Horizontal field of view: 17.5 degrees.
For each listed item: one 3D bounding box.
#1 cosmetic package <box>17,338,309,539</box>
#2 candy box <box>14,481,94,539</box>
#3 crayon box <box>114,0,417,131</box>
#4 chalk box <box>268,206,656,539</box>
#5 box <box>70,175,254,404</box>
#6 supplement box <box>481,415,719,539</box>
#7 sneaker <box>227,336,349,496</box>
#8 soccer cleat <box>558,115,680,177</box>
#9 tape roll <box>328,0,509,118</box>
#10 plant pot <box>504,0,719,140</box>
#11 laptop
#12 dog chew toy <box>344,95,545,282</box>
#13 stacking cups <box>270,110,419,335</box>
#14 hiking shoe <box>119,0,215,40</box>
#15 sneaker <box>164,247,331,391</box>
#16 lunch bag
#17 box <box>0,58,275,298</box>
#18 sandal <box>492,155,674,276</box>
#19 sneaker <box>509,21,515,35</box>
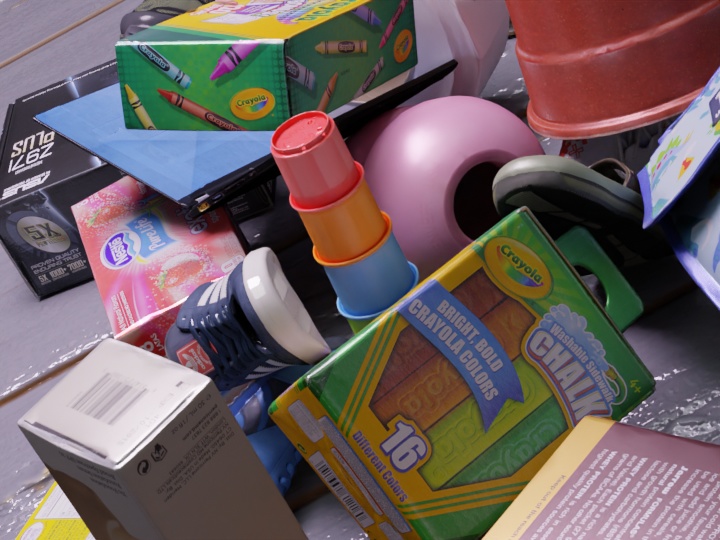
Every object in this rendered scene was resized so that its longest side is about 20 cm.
[{"bbox_3d":[-0.086,0.140,1.229,0.071,0.201,0.105,-43,33,-23],"label":"cosmetic package"},{"bbox_3d":[-0.178,0.185,1.407,0.102,0.027,0.200,-1,40,34],"label":"candy box"},{"bbox_3d":[-0.055,-0.137,1.482,0.118,0.059,0.200,2,17,24],"label":"crayon box"},{"bbox_3d":[0.070,0.055,1.266,0.200,0.125,0.124,-39,-1,-15],"label":"chalk box"},{"bbox_3d":[-0.117,0.011,1.550,0.102,0.095,0.200,-28,30,0],"label":"box"},{"bbox_3d":[0.142,0.193,1.034,0.199,0.133,0.197,9,47,46],"label":"supplement box"},{"bbox_3d":[-0.061,0.117,1.396,0.078,0.066,0.200,40,58,23],"label":"sneaker"},{"bbox_3d":[0.190,-0.101,1.500,0.085,0.069,0.200,-5,33,40],"label":"soccer cleat"},{"bbox_3d":[0.002,-0.177,1.632,0.201,0.203,0.071,-6,36,33],"label":"tape roll"},{"bbox_3d":[0.158,-0.216,1.436,0.199,0.196,0.201,-22,20,8],"label":"plant pot"},{"bbox_3d":[-0.074,-0.118,1.548,0.199,0.116,0.187,-30,2,32],"label":"laptop"},{"bbox_3d":[0.040,-0.052,1.500,0.124,0.125,0.200,-37,20,-15],"label":"dog chew toy"},{"bbox_3d":[0.000,0.000,1.368,0.060,0.201,0.061,-21,33,14],"label":"stacking cups"},{"bbox_3d":[-0.119,-0.216,1.689,0.075,0.102,0.200,6,23,20],"label":"hiking shoe"},{"bbox_3d":[-0.071,0.037,1.343,0.084,0.075,0.200,-30,-1,-3],"label":"sneaker"},{"bbox_3d":[0.244,-0.059,1.245,0.170,0.127,0.200,-54,38,20],"label":"lunch bag"},{"bbox_3d":[-0.168,-0.088,1.747,0.199,0.086,0.164,-20,32,13],"label":"box"},{"bbox_3d":[0.136,-0.041,1.353,0.079,0.201,0.058,-12,70,20],"label":"sandal"},{"bbox_3d":[0.125,-0.225,1.711,0.199,0.090,0.067,3,43,41],"label":"sneaker"}]
